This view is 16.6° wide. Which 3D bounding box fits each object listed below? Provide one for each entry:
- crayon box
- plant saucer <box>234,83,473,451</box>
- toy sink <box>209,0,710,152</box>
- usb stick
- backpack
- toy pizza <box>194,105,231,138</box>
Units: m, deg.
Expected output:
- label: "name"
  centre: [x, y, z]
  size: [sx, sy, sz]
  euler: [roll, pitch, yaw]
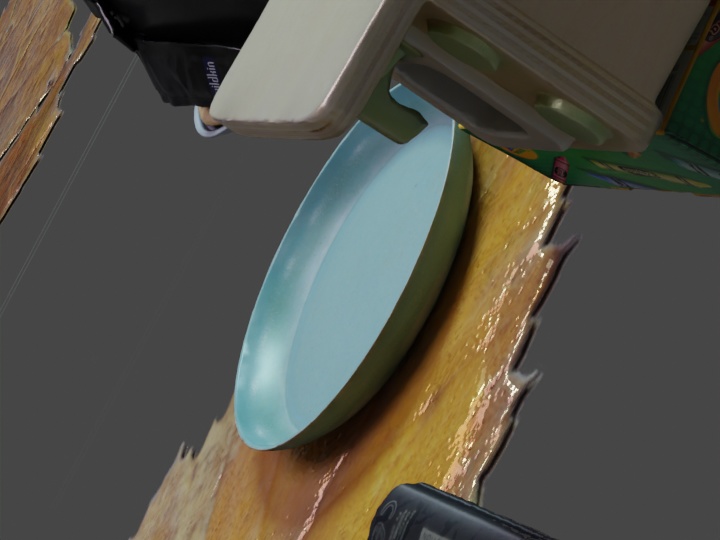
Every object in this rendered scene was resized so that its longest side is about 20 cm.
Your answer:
- label: "crayon box"
  centre: [0.120, -0.095, 0.959]
  size: [0.119, 0.058, 0.200]
  euler: [-65, 19, -5]
- label: "plant saucer"
  centre: [0.000, 0.000, 1.197]
  size: [0.200, 0.027, 0.200]
  euler: [-51, 23, 31]
- label: "toy sink"
  centre: [0.055, -0.110, 0.886]
  size: [0.200, 0.112, 0.130]
  euler: [-60, 19, -8]
- label: "usb stick"
  centre: [0.046, 0.118, 0.914]
  size: [0.200, 0.033, 0.056]
  euler: [12, 83, 70]
- label: "backpack"
  centre: [-0.084, -0.190, 1.427]
  size: [0.154, 0.200, 0.190]
  euler: [-43, 14, -33]
- label: "toy pizza"
  centre: [-0.063, -0.179, 1.587]
  size: [0.200, 0.032, 0.200]
  euler: [-52, 22, 31]
